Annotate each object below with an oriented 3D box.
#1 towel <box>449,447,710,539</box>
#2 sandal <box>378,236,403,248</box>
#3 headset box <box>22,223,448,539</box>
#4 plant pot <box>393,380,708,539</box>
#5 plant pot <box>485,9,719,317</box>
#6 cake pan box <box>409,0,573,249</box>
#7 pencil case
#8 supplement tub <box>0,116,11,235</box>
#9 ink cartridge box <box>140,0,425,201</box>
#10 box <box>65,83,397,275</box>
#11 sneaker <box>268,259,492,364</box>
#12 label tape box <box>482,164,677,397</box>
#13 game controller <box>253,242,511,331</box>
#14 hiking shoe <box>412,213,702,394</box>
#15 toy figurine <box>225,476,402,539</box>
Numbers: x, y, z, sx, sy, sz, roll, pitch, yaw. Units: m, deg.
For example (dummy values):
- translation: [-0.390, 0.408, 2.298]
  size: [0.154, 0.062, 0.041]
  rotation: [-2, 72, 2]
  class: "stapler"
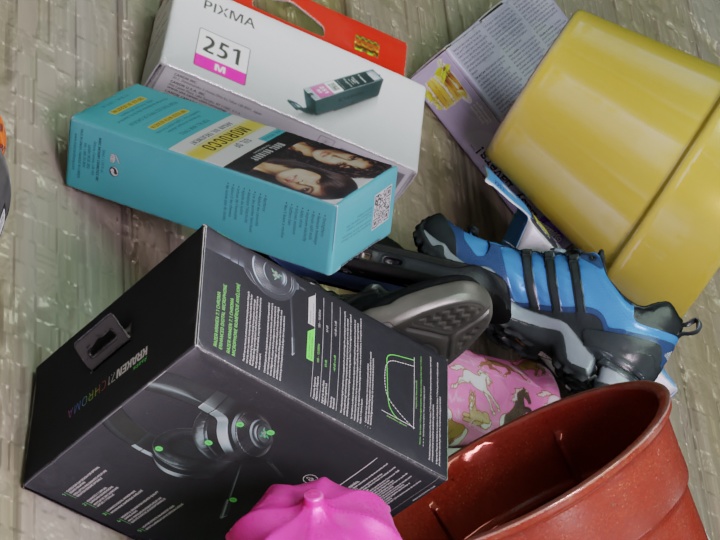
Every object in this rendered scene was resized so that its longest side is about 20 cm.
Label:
- translation: [0.135, 0.172, 1.640]
  size: [0.198, 0.024, 0.153]
  rotation: [2, 38, -22]
  class: "towel"
- translation: [-0.026, -0.036, 1.737]
  size: [0.199, 0.045, 0.076]
  rotation: [26, 43, -32]
  class: "sandal"
- translation: [-0.077, 0.086, 1.466]
  size: [0.199, 0.174, 0.093]
  rotation: [28, 42, -28]
  class: "headset box"
- translation: [0.135, 0.199, 1.481]
  size: [0.196, 0.200, 0.201]
  rotation: [62, 34, -10]
  class: "plant pot"
- translation: [0.203, -0.088, 1.853]
  size: [0.188, 0.201, 0.201]
  rotation: [34, 36, 3]
  class: "plant pot"
- translation: [0.147, -0.126, 2.006]
  size: [0.185, 0.052, 0.200]
  rotation: [52, 35, -4]
  class: "cake pan box"
- translation: [0.045, 0.079, 1.689]
  size: [0.199, 0.083, 0.087]
  rotation: [20, 61, -37]
  class: "pencil case"
- translation: [-0.263, -0.016, 1.388]
  size: [0.122, 0.122, 0.201]
  rotation: [35, 38, -23]
  class: "supplement tub"
- translation: [-0.048, -0.153, 1.779]
  size: [0.199, 0.044, 0.174]
  rotation: [22, 45, -16]
  class: "ink cartridge box"
- translation: [-0.083, -0.060, 1.592]
  size: [0.199, 0.050, 0.082]
  rotation: [18, 28, 23]
  class: "box"
- translation: [-0.014, 0.028, 1.568]
  size: [0.076, 0.199, 0.115]
  rotation: [36, 35, -46]
  class: "sneaker"
- translation: [0.135, 0.021, 1.805]
  size: [0.200, 0.066, 0.143]
  rotation: [47, 5, -4]
  class: "label tape box"
- translation: [0.000, 0.000, 1.628]
  size: [0.104, 0.198, 0.042]
  rotation: [11, 92, -77]
  class: "game controller"
- translation: [0.127, 0.015, 1.697]
  size: [0.200, 0.087, 0.074]
  rotation: [36, -12, 16]
  class: "hiking shoe"
- translation: [-0.031, 0.198, 1.394]
  size: [0.200, 0.184, 0.151]
  rotation: [37, 42, -11]
  class: "toy figurine"
